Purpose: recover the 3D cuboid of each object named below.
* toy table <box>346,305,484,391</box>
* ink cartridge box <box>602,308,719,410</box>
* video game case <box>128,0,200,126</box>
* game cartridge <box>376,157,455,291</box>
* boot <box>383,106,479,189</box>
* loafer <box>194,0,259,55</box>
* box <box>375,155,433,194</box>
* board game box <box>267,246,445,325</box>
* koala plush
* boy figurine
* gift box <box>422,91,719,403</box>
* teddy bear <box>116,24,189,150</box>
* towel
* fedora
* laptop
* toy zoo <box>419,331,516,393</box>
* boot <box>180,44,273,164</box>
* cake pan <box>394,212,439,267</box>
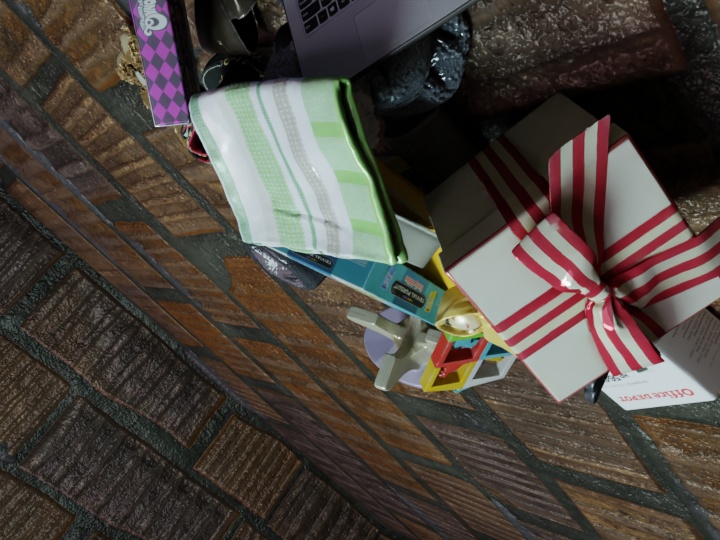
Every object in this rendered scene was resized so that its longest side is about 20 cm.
[{"bbox_3d":[0.077,0.101,1.040,0.199,0.185,0.117,1,159,26],"label":"toy table"},{"bbox_3d":[0.283,0.059,0.766,0.200,0.084,0.146,39,157,-5],"label":"ink cartridge box"},{"bbox_3d":[-0.183,-0.246,0.637,0.181,0.036,0.201,-115,17,-67],"label":"video game case"},{"bbox_3d":[0.074,-0.035,0.821,0.200,0.033,0.176,35,163,-3],"label":"game cartridge"},{"bbox_3d":[0.134,-0.093,0.727,0.181,0.073,0.200,-3,128,54],"label":"boot"},{"bbox_3d":[-0.133,-0.299,0.708,0.071,0.073,0.200,20,157,6],"label":"loafer"},{"bbox_3d":[0.025,-0.092,0.894,0.199,0.048,0.117,11,146,49],"label":"box"},{"bbox_3d":[0.000,0.000,0.820,0.150,0.047,0.200,24,177,32],"label":"board game box"},{"bbox_3d":[-0.015,-0.168,0.606,0.177,0.200,0.184,13,148,42],"label":"koala plush"},{"bbox_3d":[0.171,0.066,0.753,0.199,0.065,0.124,23,161,25],"label":"boy figurine"},{"bbox_3d":[0.175,-0.034,0.572,0.184,0.200,0.187,41,-161,-20],"label":"gift box"},{"bbox_3d":[-0.269,-0.259,0.984,0.200,0.067,0.145,40,148,9],"label":"teddy bear"},{"bbox_3d":[-0.058,-0.075,0.546,0.199,0.031,0.150,11,132,49],"label":"towel"},{"bbox_3d":[-0.101,-0.038,1.008,0.200,0.092,0.201,29,157,14],"label":"fedora"},{"bbox_3d":[-0.018,-0.254,0.462,0.187,0.201,0.116,-25,160,31],"label":"laptop"},{"bbox_3d":[0.158,0.111,0.942,0.201,0.130,0.021,107,150,-47],"label":"toy zoo"},{"bbox_3d":[-0.161,-0.197,0.812,0.203,0.154,0.074,13,143,44],"label":"boot"},{"bbox_3d":[-0.008,-0.054,0.684,0.199,0.037,0.200,24,-176,-2],"label":"cake pan"}]
